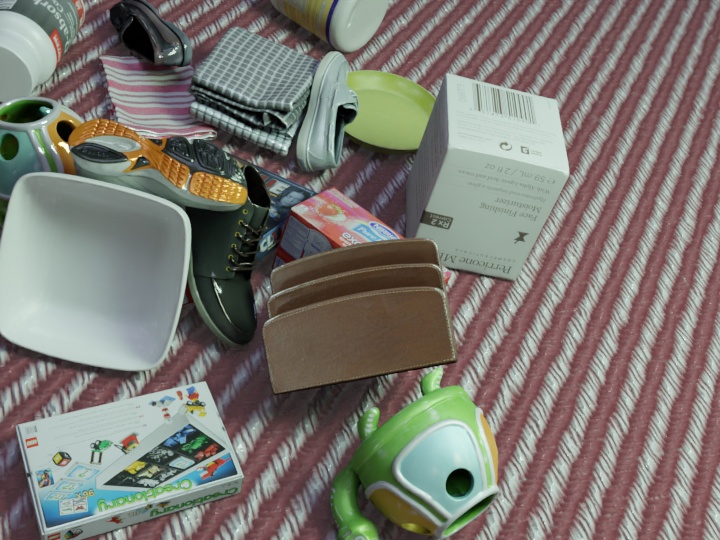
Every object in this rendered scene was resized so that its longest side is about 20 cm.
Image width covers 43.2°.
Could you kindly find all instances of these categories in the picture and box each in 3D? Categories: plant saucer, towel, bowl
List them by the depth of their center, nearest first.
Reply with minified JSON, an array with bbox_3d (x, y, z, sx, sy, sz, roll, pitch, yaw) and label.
[{"bbox_3d":[-0.285,-0.002,0.993,0.197,0.202,0.075,13,14,-3],"label":"bowl"},{"bbox_3d":[-0.299,-0.259,1.336,0.145,0.030,0.201,-5,48,-23],"label":"towel"},{"bbox_3d":[-0.150,-0.275,1.341,0.164,0.086,0.201,23,38,-2],"label":"towel"},{"bbox_3d":[0.037,-0.243,1.426,0.198,0.031,0.201,8,45,-8],"label":"plant saucer"}]

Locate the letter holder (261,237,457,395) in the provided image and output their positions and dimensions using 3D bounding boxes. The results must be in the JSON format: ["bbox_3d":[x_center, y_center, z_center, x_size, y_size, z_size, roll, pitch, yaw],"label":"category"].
[{"bbox_3d":[-0.004,0.043,0.989,0.198,0.101,0.144,-11,90,6],"label":"letter holder"}]

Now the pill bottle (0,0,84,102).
[{"bbox_3d":[-0.475,-0.333,1.290,0.115,0.116,0.201,13,45,-5],"label":"pill bottle"}]

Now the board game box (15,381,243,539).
[{"bbox_3d":[-0.232,0.190,0.916,0.198,0.035,0.127,-10,50,-26],"label":"board game box"}]

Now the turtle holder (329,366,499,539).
[{"bbox_3d":[0.058,0.203,0.921,0.184,0.142,0.132,-20,60,-35],"label":"turtle holder"}]

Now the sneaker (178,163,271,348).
[{"bbox_3d":[-0.143,-0.018,1.051,0.075,0.106,0.202,-2,71,-59],"label":"sneaker"}]

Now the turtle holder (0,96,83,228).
[{"bbox_3d":[-0.399,-0.141,1.098,0.185,0.133,0.141,29,51,32],"label":"turtle holder"}]

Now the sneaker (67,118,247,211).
[{"bbox_3d":[-0.224,-0.103,1.017,0.198,0.092,0.076,17,56,-6],"label":"sneaker"}]

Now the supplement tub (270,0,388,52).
[{"bbox_3d":[-0.065,-0.479,1.541,0.199,0.146,0.145,36,47,18],"label":"supplement tub"}]

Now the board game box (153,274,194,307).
[{"bbox_3d":[-0.232,-0.056,1.085,0.103,0.019,0.202,-21,86,-48],"label":"board game box"}]

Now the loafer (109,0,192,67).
[{"bbox_3d":[-0.333,-0.361,1.377,0.063,0.072,0.199,-24,46,-36],"label":"loafer"}]

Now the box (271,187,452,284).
[{"bbox_3d":[0.000,0.000,1.122,0.199,0.100,0.095,36,38,18],"label":"box"}]

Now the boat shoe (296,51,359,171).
[{"bbox_3d":[-0.036,-0.231,1.328,0.071,0.070,0.203,6,65,17],"label":"boat shoe"}]

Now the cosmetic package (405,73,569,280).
[{"bbox_3d":[0.162,-0.124,1.228,0.163,0.201,0.166,11,44,-7],"label":"cosmetic package"}]

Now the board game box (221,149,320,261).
[{"bbox_3d":[-0.169,-0.092,1.182,0.199,0.035,0.135,25,43,25],"label":"board game box"}]
